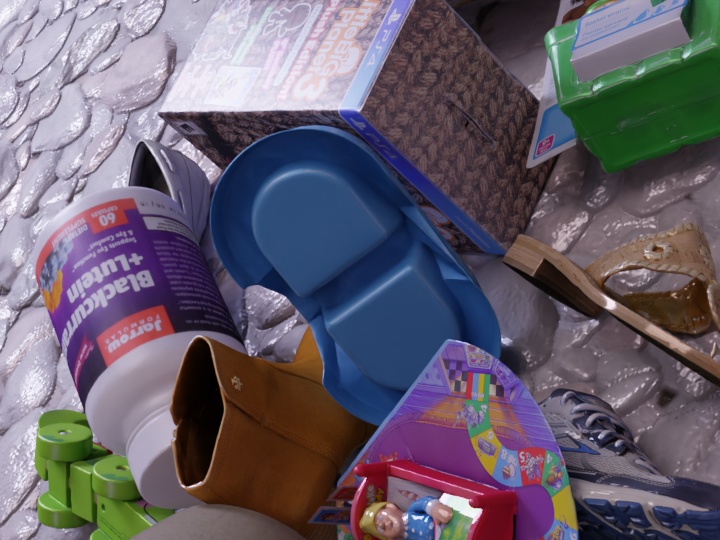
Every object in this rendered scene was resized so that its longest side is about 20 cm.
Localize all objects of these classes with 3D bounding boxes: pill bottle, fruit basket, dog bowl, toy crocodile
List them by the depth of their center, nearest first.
[{"bbox_3d":[0.000,0.000,0.978,0.111,0.200,0.050,-36,12,17],"label":"dog bowl"},{"bbox_3d":[0.186,-0.161,1.006,0.185,0.094,0.200,-18,44,34],"label":"fruit basket"},{"bbox_3d":[-0.135,0.051,1.086,0.111,0.111,0.200,-38,54,14],"label":"pill bottle"},{"bbox_3d":[-0.170,0.148,1.126,0.200,0.062,0.068,22,116,50],"label":"toy crocodile"}]

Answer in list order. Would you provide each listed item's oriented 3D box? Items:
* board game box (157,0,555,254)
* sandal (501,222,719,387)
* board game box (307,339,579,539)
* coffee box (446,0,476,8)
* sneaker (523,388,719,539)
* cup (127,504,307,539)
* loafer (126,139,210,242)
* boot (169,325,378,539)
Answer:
[{"bbox_3d":[0.000,-0.096,1.078,0.200,0.159,0.097,5,62,48],"label":"board game box"},{"bbox_3d":[0.156,0.001,0.907,0.070,0.078,0.212,-57,32,-1],"label":"sandal"},{"bbox_3d":[0.032,0.138,0.861,0.200,0.039,0.158,-56,48,39],"label":"board game box"},{"bbox_3d":[0.034,-0.216,1.172,0.200,0.080,0.114,-13,5,37],"label":"coffee box"},{"bbox_3d":[0.115,0.100,0.867,0.200,0.077,0.085,4,57,46],"label":"sneaker"},{"bbox_3d":[-0.083,0.212,0.889,0.200,0.200,0.143,-16,34,36],"label":"cup"},{"bbox_3d":[-0.152,-0.014,1.233,0.070,0.070,0.200,-30,41,24],"label":"loafer"},{"bbox_3d":[-0.049,0.070,0.997,0.071,0.144,0.202,-25,43,28],"label":"boot"}]
